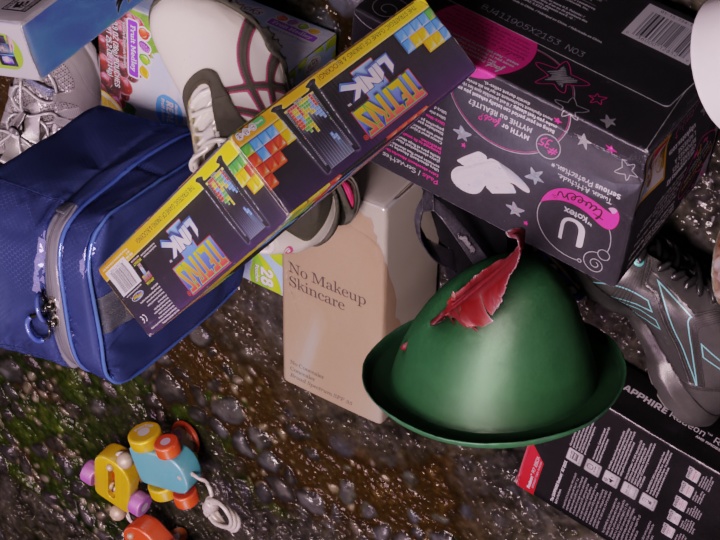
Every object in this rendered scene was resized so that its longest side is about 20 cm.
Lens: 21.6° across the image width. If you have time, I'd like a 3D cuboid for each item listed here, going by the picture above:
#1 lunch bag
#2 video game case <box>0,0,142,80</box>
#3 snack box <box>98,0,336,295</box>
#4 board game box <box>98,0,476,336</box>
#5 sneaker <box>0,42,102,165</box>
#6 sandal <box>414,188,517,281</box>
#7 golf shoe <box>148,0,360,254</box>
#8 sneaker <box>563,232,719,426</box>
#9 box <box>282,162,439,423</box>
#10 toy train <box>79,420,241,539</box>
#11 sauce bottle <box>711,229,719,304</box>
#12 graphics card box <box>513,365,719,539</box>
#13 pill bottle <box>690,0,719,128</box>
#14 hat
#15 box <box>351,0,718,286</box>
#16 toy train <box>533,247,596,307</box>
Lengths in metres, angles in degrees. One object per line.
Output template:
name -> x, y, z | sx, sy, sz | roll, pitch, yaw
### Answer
lunch bag -> -0.166, -0.017, 1.288 | 0.131, 0.200, 0.137 | 13, 125, 27
video game case -> -0.225, -0.203, 1.288 | 0.180, 0.200, 0.046 | 11, 130, 34
snack box -> -0.105, -0.103, 1.370 | 0.168, 0.068, 0.201 | 25, 136, 22
board game box -> -0.045, -0.056, 1.086 | 0.057, 0.165, 0.200 | 52, 146, -1
sneaker -> -0.246, -0.110, 1.470 | 0.074, 0.082, 0.201 | 29, 136, 19
sandal -> 0.072, -0.014, 1.276 | 0.076, 0.043, 0.201 | 25, 148, 39
golf shoe -> -0.081, -0.101, 1.237 | 0.201, 0.088, 0.077 | 53, 130, 5
sneaker -> 0.199, 0.009, 1.215 | 0.079, 0.076, 0.200 | -24, 114, 37
box -> 0.000, 0.000, 1.356 | 0.094, 0.078, 0.201 | 22, 134, 26
toy train -> -0.168, 0.202, 1.680 | 0.150, 0.056, 0.200 | 46, 142, -2
sauce bottle -> 0.308, 0.010, 1.118 | 0.199, 0.065, 0.065 | 13, 129, 35
graphics card box -> 0.213, 0.149, 1.319 | 0.199, 0.051, 0.126 | 31, 136, 19
pill bottle -> 0.279, -0.126, 0.998 | 0.199, 0.111, 0.112 | -9, 116, 43
hat -> 0.085, -0.004, 1.162 | 0.199, 0.165, 0.177 | 25, 131, 44
box -> 0.107, -0.106, 1.143 | 0.199, 0.132, 0.115 | 29, 140, 19
toy train -> 0.099, -0.050, 1.267 | 0.200, 0.034, 0.046 | 46, 143, 1
